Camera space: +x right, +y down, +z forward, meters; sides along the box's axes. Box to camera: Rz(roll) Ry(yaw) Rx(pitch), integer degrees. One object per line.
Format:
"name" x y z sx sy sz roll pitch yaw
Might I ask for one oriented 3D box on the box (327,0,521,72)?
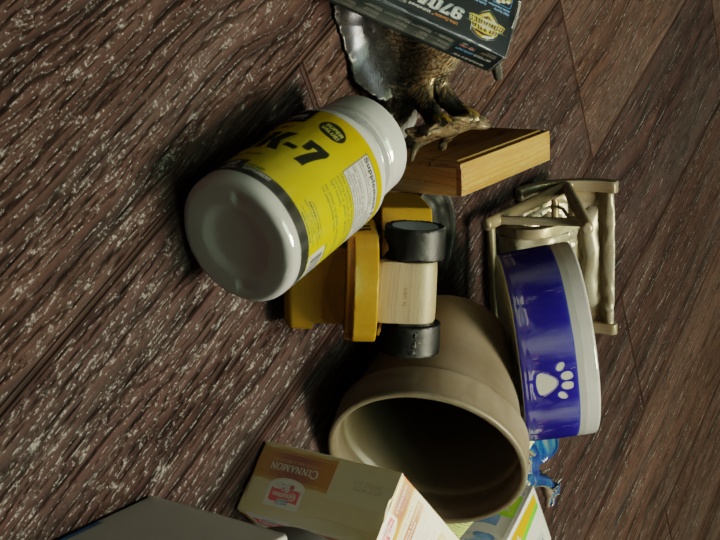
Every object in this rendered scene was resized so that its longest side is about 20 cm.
"box" 0.059 -0.293 1.173 0.198 0.046 0.161 20 75 -14

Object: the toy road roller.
"toy road roller" 0.000 0.000 1.223 0.200 0.144 0.125 -104 -164 -77

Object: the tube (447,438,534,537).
"tube" 0.107 0.252 1.396 0.201 0.052 0.058 -50 -171 14

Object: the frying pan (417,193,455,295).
"frying pan" 0.080 -0.008 1.401 0.116 0.031 0.191 -61 146 -29

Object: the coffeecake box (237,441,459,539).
"coffeecake box" 0.001 0.249 1.223 0.200 0.152 0.074 54 53 -48

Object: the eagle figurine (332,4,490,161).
"eagle figurine" 0.057 -0.220 1.256 0.152 0.149 0.202 124 -59 -79

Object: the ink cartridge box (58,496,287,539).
"ink cartridge box" -0.153 0.305 1.000 0.146 0.144 0.203 -16 111 -55

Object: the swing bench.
"swing bench" 0.233 0.009 1.556 0.200 0.128 0.202 -42 131 -63

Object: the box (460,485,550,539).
"box" 0.123 0.342 1.478 0.201 0.111 0.102 -55 139 -33

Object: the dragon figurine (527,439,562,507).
"dragon figurine" 0.212 0.223 1.639 0.099 0.058 0.203 -39 129 -47

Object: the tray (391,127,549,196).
"tray" 0.112 -0.118 1.363 0.199 0.098 0.038 -23 115 -53

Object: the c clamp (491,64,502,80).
"c clamp" 0.118 -0.286 1.322 0.201 0.027 0.172 73 9 -48

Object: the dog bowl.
"dog bowl" 0.194 0.075 1.361 0.200 0.078 0.203 -9 90 -89

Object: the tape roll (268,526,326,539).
"tape roll" -0.060 0.322 1.087 0.066 0.198 0.203 -23 116 -52

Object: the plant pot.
"plant pot" 0.082 0.126 1.313 0.175 0.197 0.201 -72 150 -43

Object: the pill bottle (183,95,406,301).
"pill bottle" -0.049 -0.069 1.107 0.200 0.113 0.116 -42 131 -46
